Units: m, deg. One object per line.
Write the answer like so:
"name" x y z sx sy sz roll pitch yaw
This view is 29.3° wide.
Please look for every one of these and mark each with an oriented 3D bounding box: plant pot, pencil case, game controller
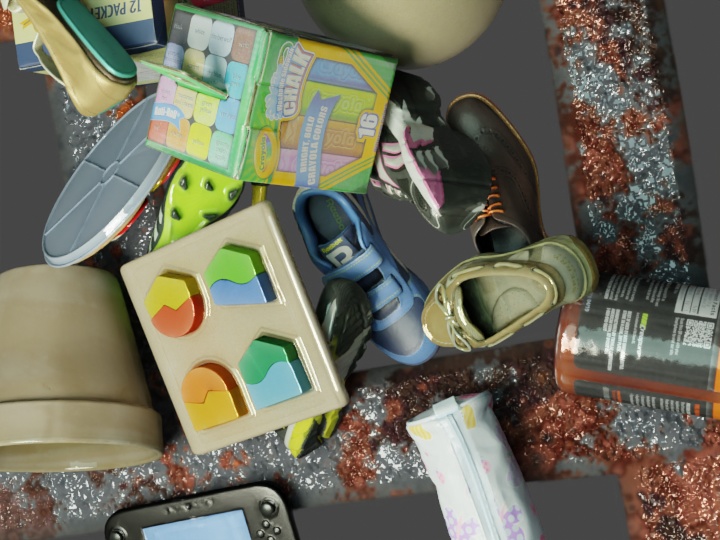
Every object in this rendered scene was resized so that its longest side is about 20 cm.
"plant pot" 0.020 -0.278 1.183 0.199 0.134 0.202 1 94 19
"plant pot" -0.287 0.092 1.293 0.199 0.200 0.175 -9 74 19
"pencil case" 0.108 0.206 1.202 0.083 0.091 0.201 -22 85 19
"game controller" -0.150 0.264 1.319 0.199 0.042 0.105 -14 88 20

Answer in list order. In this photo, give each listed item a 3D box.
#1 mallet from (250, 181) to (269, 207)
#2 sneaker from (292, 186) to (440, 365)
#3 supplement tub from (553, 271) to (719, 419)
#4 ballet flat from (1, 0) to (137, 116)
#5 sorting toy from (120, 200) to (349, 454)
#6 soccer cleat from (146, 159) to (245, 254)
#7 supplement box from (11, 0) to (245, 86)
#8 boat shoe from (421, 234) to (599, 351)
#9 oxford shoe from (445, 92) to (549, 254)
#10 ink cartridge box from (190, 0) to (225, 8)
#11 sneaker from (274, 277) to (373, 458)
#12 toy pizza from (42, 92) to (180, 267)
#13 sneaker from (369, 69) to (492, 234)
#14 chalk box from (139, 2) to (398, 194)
"mallet" -0.089 -0.027 1.288 0.065 0.041 0.201 1 97 22
"sneaker" 0.000 0.000 1.233 0.074 0.082 0.201 -35 84 16
"supplement tub" 0.265 0.065 1.132 0.199 0.107 0.108 10 96 18
"ballet flat" -0.256 -0.210 1.107 0.063 0.069 0.200 -39 79 31
"sorting toy" -0.117 0.056 1.194 0.199 0.036 0.186 -22 91 37
"soccer cleat" -0.160 -0.052 1.275 0.067 0.081 0.201 17 113 -21
"supplement box" -0.207 -0.277 1.225 0.134 0.200 0.201 -7 91 19
"boat shoe" 0.107 0.026 1.133 0.200 0.063 0.074 -20 96 51
"oxford shoe" 0.121 -0.061 1.192 0.071 0.072 0.201 -23 86 18
"ink cartridge box" -0.121 -0.316 1.068 0.145 0.200 0.084 -5 47 40
"sneaker" -0.053 0.081 1.233 0.084 0.074 0.201 35 128 21
"toy pizza" -0.220 -0.081 1.268 0.200 0.201 0.032 -42 119 16
"sneaker" 0.049 -0.089 1.186 0.080 0.200 0.087 8 126 -23
"chalk box" -0.088 -0.141 1.131 0.124 0.199 0.125 24 105 42
